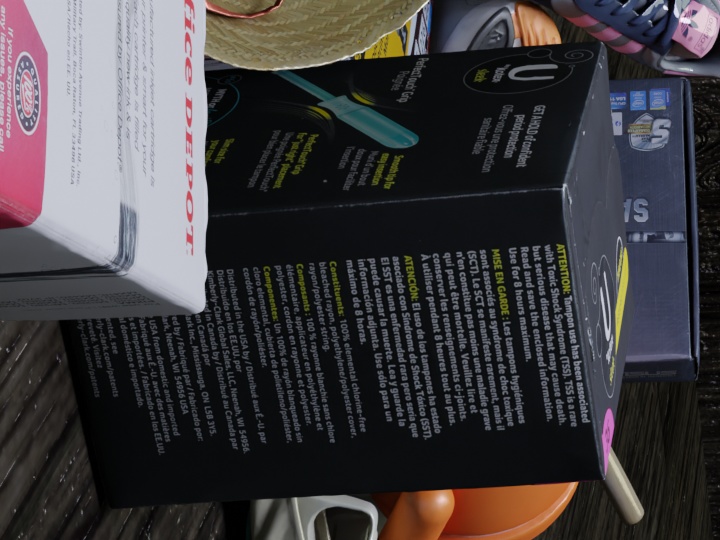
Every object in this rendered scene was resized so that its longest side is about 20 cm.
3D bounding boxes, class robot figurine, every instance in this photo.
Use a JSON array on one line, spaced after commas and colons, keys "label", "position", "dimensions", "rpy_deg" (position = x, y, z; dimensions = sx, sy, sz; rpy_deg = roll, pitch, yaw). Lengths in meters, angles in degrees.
[{"label": "robot figurine", "position": [0.050, 0.064, 1.231], "dimensions": [0.200, 0.116, 0.144], "rpy_deg": [81, -5, -57]}]

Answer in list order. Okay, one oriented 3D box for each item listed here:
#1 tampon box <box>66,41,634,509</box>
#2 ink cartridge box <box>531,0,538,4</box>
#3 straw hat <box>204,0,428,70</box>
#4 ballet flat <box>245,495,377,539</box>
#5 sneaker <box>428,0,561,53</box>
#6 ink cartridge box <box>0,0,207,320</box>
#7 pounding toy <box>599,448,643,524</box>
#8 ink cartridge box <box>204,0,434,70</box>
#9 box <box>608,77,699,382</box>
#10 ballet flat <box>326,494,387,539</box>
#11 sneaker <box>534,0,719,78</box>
[{"label": "tampon box", "position": [0.000, 0.000, 1.013], "dimensions": [0.150, 0.199, 0.127], "rpy_deg": [-67, 151, -62]}, {"label": "ink cartridge box", "position": [0.032, -0.246, 1.298], "dimensions": [0.200, 0.057, 0.163], "rpy_deg": [59, -5, 25]}, {"label": "straw hat", "position": [-0.050, -0.172, 1.075], "dimensions": [0.085, 0.201, 0.202], "rpy_deg": [162, -72, -64]}, {"label": "ballet flat", "position": [-0.026, 0.095, 1.175], "dimensions": [0.069, 0.069, 0.201], "rpy_deg": [-38, 123, -74]}, {"label": "sneaker", "position": [0.025, -0.060, 1.319], "dimensions": [0.076, 0.200, 0.092], "rpy_deg": [27, 10, -36]}, {"label": "ink cartridge box", "position": [-0.115, -0.070, 0.789], "dimensions": [0.200, 0.084, 0.145], "rpy_deg": [36, 52, -72]}, {"label": "pounding toy", "position": [0.078, 0.030, 1.472], "dimensions": [0.184, 0.142, 0.201], "rpy_deg": [55, 33, -65]}, {"label": "ink cartridge box", "position": [-0.025, -0.143, 1.203], "dimensions": [0.176, 0.084, 0.200], "rpy_deg": [69, 21, -48]}, {"label": "box", "position": [0.078, -0.019, 1.359], "dimensions": [0.051, 0.199, 0.158], "rpy_deg": [65, 25, -71]}, {"label": "ballet flat", "position": [0.010, 0.161, 1.335], "dimensions": [0.075, 0.068, 0.201], "rpy_deg": [-41, 130, -54]}, {"label": "sneaker", "position": [0.140, -0.143, 1.285], "dimensions": [0.070, 0.082, 0.200], "rpy_deg": [-60, 156, 8]}]
